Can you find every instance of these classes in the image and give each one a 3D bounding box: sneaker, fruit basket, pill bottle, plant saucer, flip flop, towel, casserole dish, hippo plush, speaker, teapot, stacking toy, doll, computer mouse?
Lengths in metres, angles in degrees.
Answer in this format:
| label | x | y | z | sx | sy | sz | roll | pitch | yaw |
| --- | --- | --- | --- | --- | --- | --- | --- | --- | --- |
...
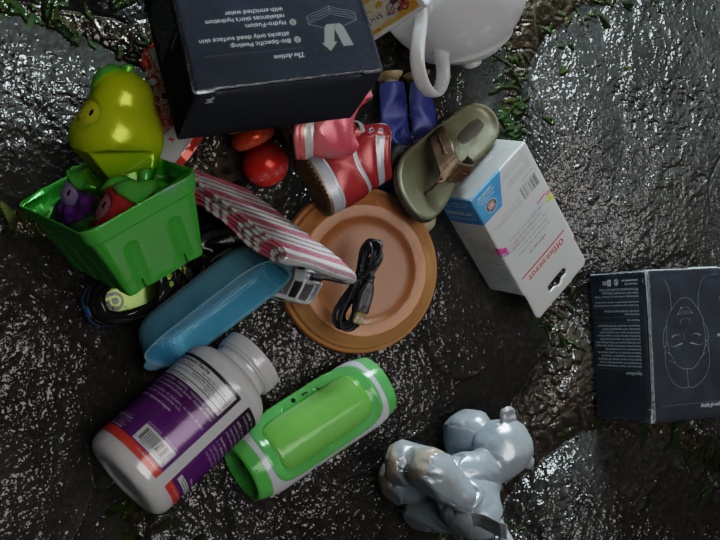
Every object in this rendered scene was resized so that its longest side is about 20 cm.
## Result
| label | x | y | z | sx | sy | sz | roll | pitch | yaw |
| --- | --- | --- | --- | --- | --- | --- | --- | --- | --- |
| sneaker | -0.028 | -0.217 | 1.422 | 0.086 | 0.074 | 0.201 | 7 | 86 | -6 |
| sneaker | -0.207 | -0.182 | 1.389 | 0.108 | 0.067 | 0.201 | 38 | 110 | -10 |
| sneaker | -0.037 | -0.173 | 1.489 | 0.112 | 0.071 | 0.200 | -27 | 89 | -20 |
| fruit basket | -0.259 | -0.099 | 1.310 | 0.155 | 0.215 | 0.216 | -32 | 102 | -24 |
| pill bottle | -0.186 | 0.161 | 1.389 | 0.200 | 0.112 | 0.113 | -43 | 107 | -23 |
| plant saucer | 0.000 | 0.000 | 1.515 | 0.199 | 0.037 | 0.201 | -1 | 92 | -16 |
| sneaker | -0.206 | 0.009 | 1.392 | 0.199 | 0.083 | 0.071 | -26 | 98 | -19 |
| flip flop | 0.109 | -0.137 | 1.526 | 0.081 | 0.058 | 0.200 | 50 | 58 | -9 |
| towel | -0.107 | -0.046 | 1.369 | 0.030 | 0.200 | 0.146 | -58 | 149 | 9 |
| casserole dish | -0.162 | 0.035 | 1.390 | 0.200 | 0.121 | 0.039 | -37 | 74 | 5 |
| hippo plush | 0.131 | 0.225 | 1.520 | 0.161 | 0.200 | 0.160 | -51 | 132 | -28 |
| speaker | -0.057 | 0.180 | 1.472 | 0.200 | 0.088 | 0.089 | -31 | 102 | -25 |
| teapot | 0.116 | -0.310 | 1.538 | 0.199 | 0.197 | 0.146 | -22 | 119 | -10 |
| stacking toy | -0.139 | -0.187 | 1.451 | 0.085 | 0.085 | 0.200 | -30 | 106 | -25 |
| doll | 0.069 | -0.145 | 1.571 | 0.136 | 0.048 | 0.201 | -5 | 90 | -27 |
| computer mouse | -0.078 | -0.001 | 1.457 | 0.199 | 0.044 | 0.110 | 13 | 96 | 7 |

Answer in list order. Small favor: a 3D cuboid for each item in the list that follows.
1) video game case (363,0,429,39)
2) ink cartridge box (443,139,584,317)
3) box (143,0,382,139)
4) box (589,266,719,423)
| label | x | y | z | sx | sy | sz | roll | pitch | yaw |
| --- | --- | --- | --- | --- | --- | --- | --- | --- | --- |
| video game case | -0.051 | -0.327 | 1.449 | 0.182 | 0.200 | 0.023 | 54 | 29 | -15 |
| ink cartridge box | 0.192 | -0.051 | 1.606 | 0.115 | 0.068 | 0.200 | -46 | 122 | -23 |
| box | -0.106 | -0.254 | 1.295 | 0.196 | 0.117 | 0.201 | -10 | 75 | -21 |
| box | 0.422 | 0.096 | 1.703 | 0.199 | 0.124 | 0.197 | -1 | 87 | -28 |
